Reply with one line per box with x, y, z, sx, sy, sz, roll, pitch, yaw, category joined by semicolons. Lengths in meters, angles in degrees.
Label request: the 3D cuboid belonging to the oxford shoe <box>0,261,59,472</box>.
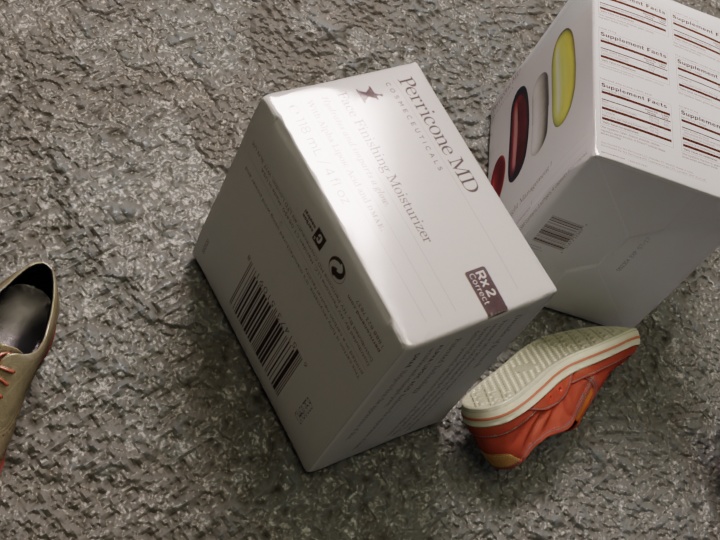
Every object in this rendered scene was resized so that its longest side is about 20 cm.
-0.246;0.077;0.817;0.070;0.075;0.202;22;53;-11;oxford shoe

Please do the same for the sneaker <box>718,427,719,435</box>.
0.370;0.149;1.056;0.199;0.099;0.079;33;75;-33;sneaker

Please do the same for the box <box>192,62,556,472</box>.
0.000;0.000;0.902;0.130;0.200;0.200;-18;67;-32;box

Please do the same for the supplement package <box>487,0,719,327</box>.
0.207;-0.096;1.065;0.146;0.192;0.202;17;53;-14;supplement package

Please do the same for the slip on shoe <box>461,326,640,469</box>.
0.153;0.092;1.007;0.199;0.074;0.062;-29;108;-42;slip on shoe
